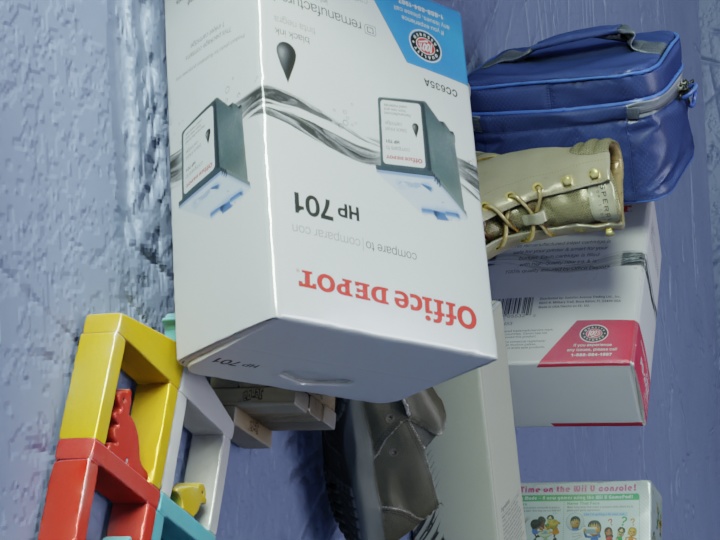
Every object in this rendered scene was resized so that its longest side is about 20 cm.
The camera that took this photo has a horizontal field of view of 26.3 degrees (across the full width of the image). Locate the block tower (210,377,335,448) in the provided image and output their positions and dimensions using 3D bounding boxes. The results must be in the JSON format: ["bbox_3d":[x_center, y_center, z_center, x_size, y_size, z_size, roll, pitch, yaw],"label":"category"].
[{"bbox_3d":[-0.041,-0.004,0.856,0.054,0.058,0.201,46,45,-60],"label":"block tower"}]

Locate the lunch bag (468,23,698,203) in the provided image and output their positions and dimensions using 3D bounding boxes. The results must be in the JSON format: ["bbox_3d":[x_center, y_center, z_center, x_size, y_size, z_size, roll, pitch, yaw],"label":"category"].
[{"bbox_3d":[0.190,-0.136,1.306,0.136,0.200,0.133,-48,128,-56],"label":"lunch bag"}]

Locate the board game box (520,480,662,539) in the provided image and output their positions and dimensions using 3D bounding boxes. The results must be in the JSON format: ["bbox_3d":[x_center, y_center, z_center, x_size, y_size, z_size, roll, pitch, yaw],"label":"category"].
[{"bbox_3d":[0.169,0.275,1.252,0.064,0.147,0.201,44,47,-60],"label":"board game box"}]

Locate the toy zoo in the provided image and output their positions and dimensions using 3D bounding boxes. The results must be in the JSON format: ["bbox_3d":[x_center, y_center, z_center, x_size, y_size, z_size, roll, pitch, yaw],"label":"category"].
[{"bbox_3d":[-0.102,0.110,0.716,0.131,0.020,0.200,54,37,-56],"label":"toy zoo"}]

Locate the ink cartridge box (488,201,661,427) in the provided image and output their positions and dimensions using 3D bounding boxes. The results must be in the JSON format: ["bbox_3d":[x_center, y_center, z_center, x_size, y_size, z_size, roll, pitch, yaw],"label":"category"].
[{"bbox_3d":[0.176,0.032,1.314,0.200,0.144,0.084,-74,154,-43],"label":"ink cartridge box"}]

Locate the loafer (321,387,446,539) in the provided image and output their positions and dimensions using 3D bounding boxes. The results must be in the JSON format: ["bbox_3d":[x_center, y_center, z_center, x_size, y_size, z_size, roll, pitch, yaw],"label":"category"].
[{"bbox_3d":[0.011,0.075,0.933,0.075,0.069,0.200,-138,-142,-56],"label":"loafer"}]

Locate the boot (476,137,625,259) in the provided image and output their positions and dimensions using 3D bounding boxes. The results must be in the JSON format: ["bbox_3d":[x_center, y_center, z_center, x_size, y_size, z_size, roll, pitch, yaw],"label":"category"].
[{"bbox_3d":[0.115,-0.037,1.143,0.200,0.155,0.073,-60,141,-57],"label":"boot"}]

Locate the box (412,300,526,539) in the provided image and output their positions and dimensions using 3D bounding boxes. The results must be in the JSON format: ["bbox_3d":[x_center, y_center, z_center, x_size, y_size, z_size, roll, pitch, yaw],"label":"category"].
[{"bbox_3d":[0.073,0.128,1.129,0.082,0.068,0.201,-28,112,-69],"label":"box"}]

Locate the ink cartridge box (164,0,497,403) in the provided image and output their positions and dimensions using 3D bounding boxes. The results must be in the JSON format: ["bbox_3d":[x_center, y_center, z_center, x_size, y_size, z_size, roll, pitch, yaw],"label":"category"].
[{"bbox_3d":[-0.016,-0.047,0.780,0.146,0.086,0.201,12,63,-39],"label":"ink cartridge box"}]
